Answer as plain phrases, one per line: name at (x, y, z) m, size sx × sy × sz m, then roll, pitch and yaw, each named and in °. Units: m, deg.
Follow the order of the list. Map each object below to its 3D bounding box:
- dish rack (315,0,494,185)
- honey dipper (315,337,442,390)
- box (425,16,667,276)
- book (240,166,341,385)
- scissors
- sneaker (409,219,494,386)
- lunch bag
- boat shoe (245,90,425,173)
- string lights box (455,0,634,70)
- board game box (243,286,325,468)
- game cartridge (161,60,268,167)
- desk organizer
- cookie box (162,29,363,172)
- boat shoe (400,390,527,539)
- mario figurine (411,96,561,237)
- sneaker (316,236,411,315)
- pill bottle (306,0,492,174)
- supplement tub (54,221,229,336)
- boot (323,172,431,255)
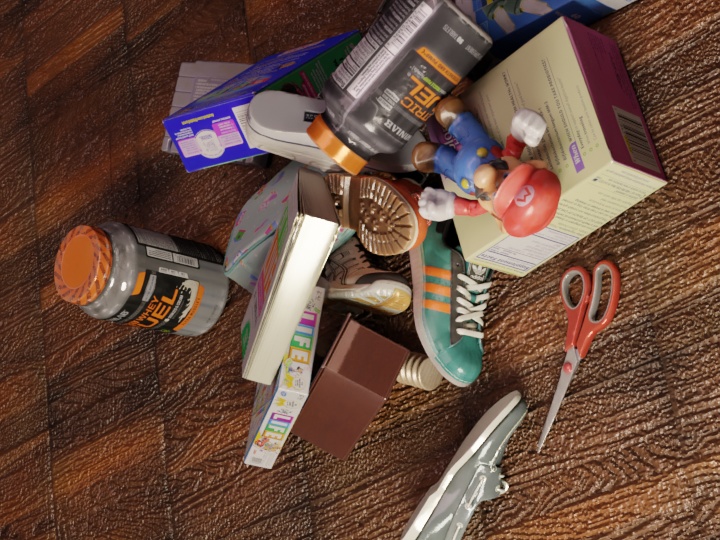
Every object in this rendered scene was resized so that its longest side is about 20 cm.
dish rack at (0.050, -0.204, 1.709) m, size 0.153 × 0.055 × 0.200 m, roll 36°, pitch 135°, yaw 4°
honey dipper at (0.014, 0.097, 1.762) m, size 0.200 × 0.038 × 0.038 m, roll 12°, pitch 88°, yaw 49°
box at (0.185, -0.122, 1.599) m, size 0.200 × 0.096 × 0.177 m, roll -35°, pitch 57°, yaw 34°
book at (-0.081, 0.004, 1.690) m, size 0.134 × 0.048 × 0.201 m, roll -103°, pitch 31°, yaw -64°
scissors at (0.217, 0.087, 1.569) m, size 0.073 × 0.014 × 0.201 m, roll 5°, pitch 81°, yaw 44°
sneaker at (0.103, 0.020, 1.662) m, size 0.080 × 0.071 × 0.201 m, roll -34°, pitch 55°, yaw 40°
lunch bag at (-0.067, -0.069, 1.829) m, size 0.200 × 0.077 × 0.161 m, roll -38°, pitch 24°, yaw 30°
boat shoe at (-0.028, -0.138, 1.701) m, size 0.070 × 0.199 × 0.071 m, roll 113°, pitch 165°, yaw -60°
string lights box at (0.195, -0.300, 1.662) m, size 0.200 × 0.059 × 0.103 m, roll -24°, pitch 62°, yaw 40°
board game box at (-0.087, 0.121, 1.764) m, size 0.200 × 0.034 × 0.135 m, roll 117°, pitch 164°, yaw -57°
game cartridge at (-0.177, -0.206, 2.041) m, size 0.200 × 0.038 × 0.130 m, roll 12°, pitch 84°, yaw 47°
desk organizer at (-0.016, 0.133, 1.717) m, size 0.072 × 0.077 × 0.200 m, roll -62°, pitch 1°, yaw -29°
cookie box at (-0.101, -0.199, 1.841) m, size 0.171 × 0.200 × 0.075 m, roll -9°, pitch 112°, yaw 45°
boat shoe at (0.120, 0.214, 1.618) m, size 0.062 × 0.073 × 0.200 m, roll 35°, pitch 101°, yaw 0°
mario figurine at (0.114, -0.103, 1.516) m, size 0.200 × 0.106 × 0.124 m, roll 42°, pitch 144°, yaw 51°
sneaker at (0.000, 0.000, 1.744) m, size 0.200 × 0.075 × 0.088 m, roll -1°, pitch 70°, yaw 64°
pill bottle at (0.033, -0.193, 1.606) m, size 0.200 × 0.106 × 0.106 m, roll -48°, pitch 49°, yaw 11°
supplement tub at (-0.273, 0.009, 1.959) m, size 0.122 × 0.200 × 0.123 m, roll -14°, pitch 70°, yaw 43°
boot at (0.041, -0.065, 1.644) m, size 0.200 × 0.107 × 0.075 m, roll -145°, pitch 58°, yaw -64°
